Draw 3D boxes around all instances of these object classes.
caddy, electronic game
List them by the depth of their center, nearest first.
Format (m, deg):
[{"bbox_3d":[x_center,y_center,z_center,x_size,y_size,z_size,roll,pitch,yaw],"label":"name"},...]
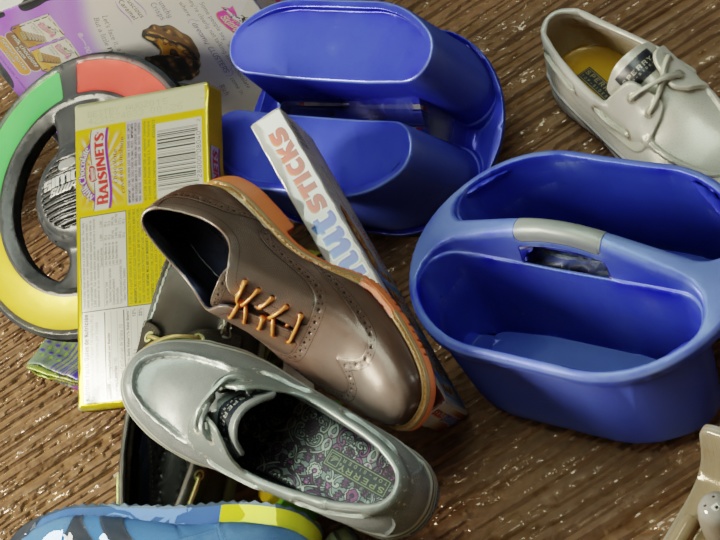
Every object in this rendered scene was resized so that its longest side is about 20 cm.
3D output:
[{"bbox_3d":[0.124,0.007,0.897,0.199,0.105,0.142,11,61,35],"label":"caddy"},{"bbox_3d":[-0.002,-0.099,1.068,0.199,0.105,0.142,8,83,33],"label":"caddy"},{"bbox_3d":[-0.187,-0.051,1.098,0.199,0.042,0.202,-8,74,29],"label":"electronic game"}]

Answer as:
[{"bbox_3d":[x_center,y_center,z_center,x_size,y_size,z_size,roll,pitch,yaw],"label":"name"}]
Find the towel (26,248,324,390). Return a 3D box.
[{"bbox_3d":[-0.123,0.030,1.083,0.199,0.023,0.144,13,62,35],"label":"towel"}]

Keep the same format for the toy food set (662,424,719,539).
[{"bbox_3d":[0.176,0.179,0.773,0.143,0.061,0.200,21,67,39],"label":"toy food set"}]

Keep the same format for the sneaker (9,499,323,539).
[{"bbox_3d":[-0.115,0.173,0.874,0.199,0.066,0.079,-6,52,23],"label":"sneaker"}]

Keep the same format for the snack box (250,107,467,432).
[{"bbox_3d":[0.000,0.000,0.946,0.024,0.072,0.201,-31,74,6],"label":"snack box"}]

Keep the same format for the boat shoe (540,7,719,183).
[{"bbox_3d":[0.177,-0.104,0.994,0.071,0.070,0.200,-37,46,-4],"label":"boat shoe"}]

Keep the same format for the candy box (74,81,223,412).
[{"bbox_3d":[-0.133,-0.014,1.031,0.102,0.026,0.202,-7,79,25],"label":"candy box"}]

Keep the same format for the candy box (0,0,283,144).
[{"bbox_3d":[-0.153,-0.172,1.159,0.199,0.168,0.072,-16,48,16],"label":"candy box"}]

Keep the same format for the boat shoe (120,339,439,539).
[{"bbox_3d":[-0.051,0.082,0.871,0.200,0.072,0.070,22,78,23],"label":"boat shoe"}]

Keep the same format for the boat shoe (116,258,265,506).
[{"bbox_3d":[-0.102,0.069,0.958,0.071,0.061,0.203,2,82,22],"label":"boat shoe"}]

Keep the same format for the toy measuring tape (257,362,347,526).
[{"bbox_3d":[-0.030,0.075,0.958,0.073,0.074,0.201,-11,53,20],"label":"toy measuring tape"}]

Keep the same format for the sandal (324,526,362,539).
[{"bbox_3d":[0.009,0.218,0.825,0.057,0.080,0.201,-26,37,1],"label":"sandal"}]

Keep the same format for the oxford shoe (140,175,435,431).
[{"bbox_3d":[-0.044,0.024,0.890,0.200,0.073,0.072,38,119,27],"label":"oxford shoe"}]
